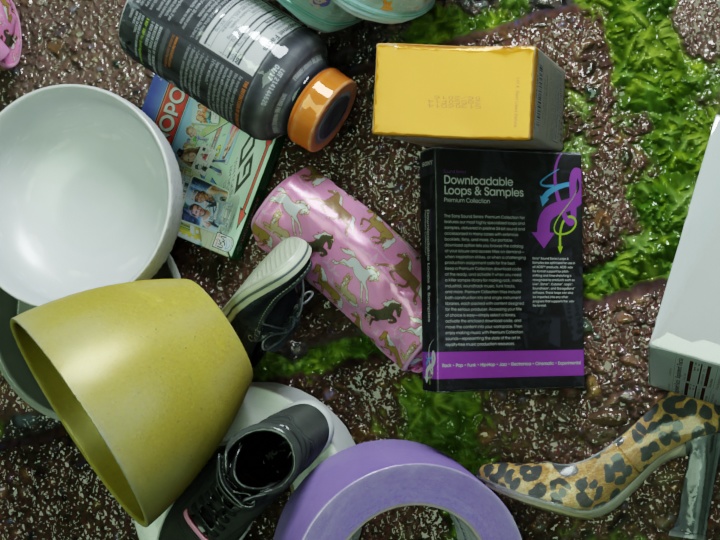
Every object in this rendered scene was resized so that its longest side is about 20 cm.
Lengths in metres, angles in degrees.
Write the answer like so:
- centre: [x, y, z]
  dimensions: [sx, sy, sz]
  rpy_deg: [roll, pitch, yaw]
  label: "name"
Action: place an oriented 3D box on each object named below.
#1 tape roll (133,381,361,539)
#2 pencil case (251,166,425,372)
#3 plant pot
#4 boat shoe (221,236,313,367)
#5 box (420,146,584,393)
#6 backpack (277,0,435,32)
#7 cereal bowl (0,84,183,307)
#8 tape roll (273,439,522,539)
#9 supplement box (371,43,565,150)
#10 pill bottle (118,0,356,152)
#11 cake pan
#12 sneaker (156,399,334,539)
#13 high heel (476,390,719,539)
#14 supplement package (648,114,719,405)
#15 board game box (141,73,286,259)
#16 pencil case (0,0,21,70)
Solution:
- centre: [-0.098, 0.199, 1.285]
  dimensions: [0.201, 0.071, 0.204]
  rpy_deg: [0, 89, 15]
  label: "tape roll"
- centre: [0.000, 0.000, 1.259]
  dimensions: [0.200, 0.087, 0.083]
  rpy_deg: [40, 66, 13]
  label: "pencil case"
- centre: [-0.173, 0.088, 1.195]
  dimensions: [0.142, 0.200, 0.200]
  rpy_deg: [-33, 79, -19]
  label: "plant pot"
- centre: [-0.077, 0.031, 1.243]
  dimensions: [0.062, 0.200, 0.075]
  rpy_deg: [40, 57, -2]
  label: "boat shoe"
- centre: [0.119, -0.001, 1.213]
  dimensions: [0.142, 0.036, 0.201]
  rpy_deg: [1, 89, -24]
  label: "box"
- centre: [-0.014, -0.290, 1.225]
  dimensions: [0.200, 0.178, 0.151]
  rpy_deg: [34, 119, 9]
  label: "backpack"
- centre: [-0.245, -0.060, 1.287]
  dimensions: [0.199, 0.083, 0.201]
  rpy_deg: [-1, 85, 13]
  label: "cereal bowl"
- centre: [0.030, 0.246, 1.198]
  dimensions: [0.199, 0.085, 0.201]
  rpy_deg: [-2, 97, -13]
  label: "tape roll"
- centre: [0.093, -0.138, 1.177]
  dimensions: [0.125, 0.200, 0.074]
  rpy_deg: [3, 93, 14]
  label: "supplement box"
- centre: [-0.101, -0.182, 1.249]
  dimensions: [0.200, 0.106, 0.107]
  rpy_deg: [34, 97, 13]
  label: "pill bottle"
- centre: [-0.248, 0.041, 1.346]
  dimensions: [0.199, 0.037, 0.202]
  rpy_deg: [0, 89, 15]
  label: "cake pan"
- centre: [-0.112, 0.184, 1.202]
  dimensions: [0.200, 0.099, 0.071]
  rpy_deg: [-44, 81, 11]
  label: "sneaker"
- centre: [0.203, 0.138, 1.216]
  dimensions: [0.199, 0.071, 0.143]
  rpy_deg: [9, 81, 16]
  label: "high heel"
- centre: [0.342, 0.014, 1.116]
  dimensions: [0.199, 0.147, 0.192]
  rpy_deg: [16, 78, 15]
  label: "supplement package"
- centre: [-0.137, -0.127, 1.326]
  dimensions: [0.134, 0.029, 0.201]
  rpy_deg: [22, 94, 14]
  label: "board game box"
- centre: [-0.419, -0.215, 1.368]
  dimensions: [0.199, 0.083, 0.087]
  rpy_deg: [-9, 85, 14]
  label: "pencil case"
